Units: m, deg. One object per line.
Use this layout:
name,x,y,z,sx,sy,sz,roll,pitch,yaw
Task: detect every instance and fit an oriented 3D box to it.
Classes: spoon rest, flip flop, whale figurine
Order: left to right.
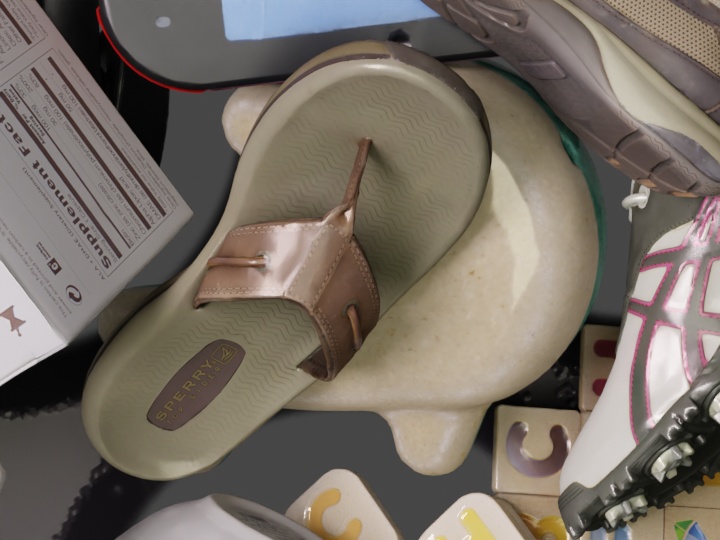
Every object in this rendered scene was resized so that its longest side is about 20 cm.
spoon rest,-0.073,0.104,0.751,0.199,0.099,0.061,24,94,-46
flip flop,-0.027,0.009,0.726,0.081,0.058,0.200,32,120,-21
whale figurine,0.000,0.000,0.818,0.199,0.104,0.160,-31,90,26

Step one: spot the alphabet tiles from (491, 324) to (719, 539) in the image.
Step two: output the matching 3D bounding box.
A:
alphabet tiles,0.145,0.108,0.839,0.199,0.006,0.168,5,79,-11

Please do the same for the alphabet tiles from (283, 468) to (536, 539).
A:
alphabet tiles,0.002,0.179,0.813,0.200,0.015,0.196,-43,60,13

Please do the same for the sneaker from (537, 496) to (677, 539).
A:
sneaker,0.058,0.156,0.845,0.070,0.076,0.200,37,96,-8

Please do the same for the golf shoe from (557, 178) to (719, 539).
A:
golf shoe,0.126,0.009,0.789,0.088,0.077,0.200,47,115,27

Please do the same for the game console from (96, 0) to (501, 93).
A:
game console,0.004,-0.156,0.734,0.199,0.031,0.178,-7,105,-9

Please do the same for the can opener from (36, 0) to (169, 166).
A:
can opener,-0.112,-0.112,0.810,0.063,0.078,0.202,8,98,35

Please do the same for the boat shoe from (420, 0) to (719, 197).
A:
boat shoe,0.061,-0.107,0.713,0.200,0.074,0.073,41,80,-22

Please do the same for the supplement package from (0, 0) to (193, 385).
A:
supplement package,-0.191,-0.013,0.752,0.199,0.111,0.156,-32,100,28
